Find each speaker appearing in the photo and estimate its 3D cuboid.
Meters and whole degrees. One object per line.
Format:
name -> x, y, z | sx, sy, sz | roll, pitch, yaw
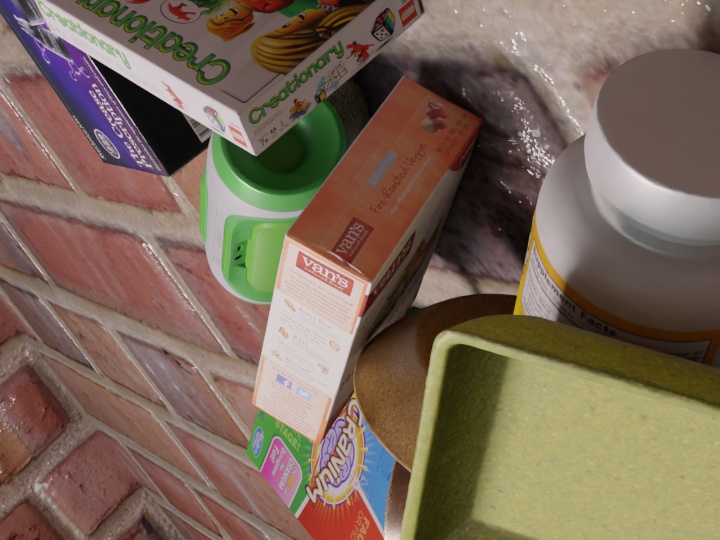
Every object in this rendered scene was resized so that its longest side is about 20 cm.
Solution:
speaker -> -0.057, -0.043, 0.854 | 0.088, 0.088, 0.200 | 45, 161, 9

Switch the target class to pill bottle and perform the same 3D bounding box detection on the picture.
pill bottle -> 0.128, 0.004, 0.603 | 0.113, 0.113, 0.201 | 38, 149, 25

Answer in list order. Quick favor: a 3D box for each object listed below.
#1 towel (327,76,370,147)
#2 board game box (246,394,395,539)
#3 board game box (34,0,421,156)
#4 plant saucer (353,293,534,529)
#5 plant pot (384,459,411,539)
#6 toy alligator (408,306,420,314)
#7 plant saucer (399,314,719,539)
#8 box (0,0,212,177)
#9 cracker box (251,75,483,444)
towel -> -0.049, -0.101, 0.911 | 0.200, 0.036, 0.149 | 24, 150, 50
board game box -> -0.008, 0.133, 1.022 | 0.200, 0.040, 0.154 | 42, 124, 45
board game box -> -0.079, -0.149, 0.752 | 0.200, 0.126, 0.035 | 32, 155, 37
plant saucer -> 0.096, 0.065, 0.737 | 0.200, 0.200, 0.036 | 35, 125, 33
plant pot -> 0.148, 0.154, 0.803 | 0.199, 0.187, 0.187 | 6, 137, 40
toy alligator -> 0.099, 0.094, 0.932 | 0.201, 0.054, 0.059 | 58, 167, -21
plant saucer -> 0.123, 0.099, 0.581 | 0.199, 0.048, 0.201 | 16, 138, 9
box -> -0.200, -0.177, 1.029 | 0.141, 0.079, 0.200 | 19, 145, 58
cracker box -> 0.000, 0.000, 0.798 | 0.057, 0.134, 0.200 | 29, 148, 9
